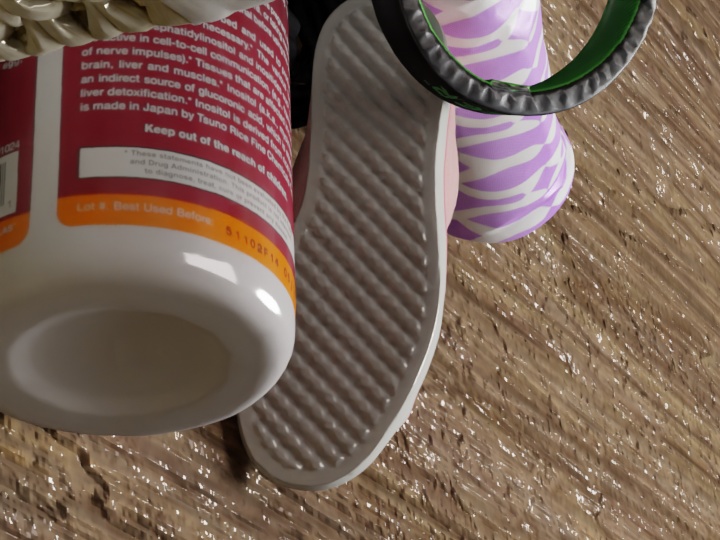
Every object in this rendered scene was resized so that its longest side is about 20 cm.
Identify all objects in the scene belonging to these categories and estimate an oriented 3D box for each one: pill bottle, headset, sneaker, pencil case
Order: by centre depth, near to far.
[{"bbox_3d":[-0.078,-0.056,0.898,0.113,0.112,0.201,43,38,-49],"label":"pill bottle"},{"bbox_3d":[0.059,-0.161,1.055,0.123,0.094,0.201,8,93,-29],"label":"headset"},{"bbox_3d":[0.000,0.000,1.082,0.105,0.075,0.201,84,16,-71],"label":"sneaker"},{"bbox_3d":[0.048,-0.096,1.169,0.086,0.084,0.200,-50,152,-23],"label":"pencil case"}]

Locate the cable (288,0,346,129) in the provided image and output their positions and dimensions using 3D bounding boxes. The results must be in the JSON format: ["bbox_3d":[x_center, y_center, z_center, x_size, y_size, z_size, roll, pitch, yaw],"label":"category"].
[{"bbox_3d":[-0.056,-0.146,1.104,0.200,0.051,0.164,36,35,-60],"label":"cable"}]

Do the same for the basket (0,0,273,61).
[{"bbox_3d":[-0.121,-0.146,0.710,0.200,0.123,0.136,32,47,-55],"label":"basket"}]
